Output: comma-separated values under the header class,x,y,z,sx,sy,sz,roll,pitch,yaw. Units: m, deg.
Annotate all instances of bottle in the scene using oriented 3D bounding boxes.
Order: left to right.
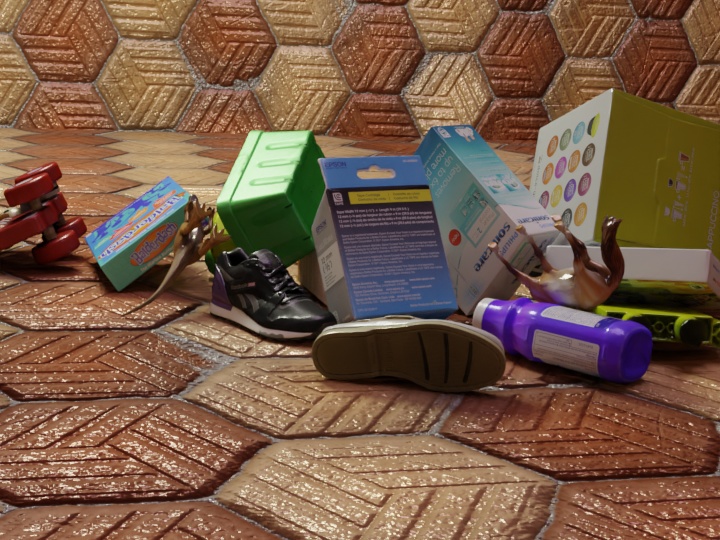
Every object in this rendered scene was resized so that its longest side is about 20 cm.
class,x,y,z,sx,sy,sz,roll,pitch,yaw
bottle,0.215,0.071,1.356,0.199,0.066,0.083,13,7,39

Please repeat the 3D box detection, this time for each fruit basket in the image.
class,x,y,z,sx,sy,sz,roll,pitch,yaw
fruit basket,-0.142,-0.074,1.655,0.214,0.156,0.216,-22,29,13

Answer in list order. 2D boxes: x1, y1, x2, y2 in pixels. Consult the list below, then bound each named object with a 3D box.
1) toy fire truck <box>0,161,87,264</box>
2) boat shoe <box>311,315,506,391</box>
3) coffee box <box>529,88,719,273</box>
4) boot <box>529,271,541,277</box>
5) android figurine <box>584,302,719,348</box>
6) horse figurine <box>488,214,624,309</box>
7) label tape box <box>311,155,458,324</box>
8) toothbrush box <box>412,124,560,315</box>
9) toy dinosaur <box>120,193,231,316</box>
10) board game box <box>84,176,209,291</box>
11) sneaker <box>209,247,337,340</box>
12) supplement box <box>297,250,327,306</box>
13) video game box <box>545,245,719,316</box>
class,x,y,z,sx,sy,sz,roll,pitch,yaw
toy fire truck,-0.484,-0.063,1.734,0.167,0.113,0.200,-22,15,1
boat shoe,0.053,0.077,1.273,0.198,0.076,0.068,5,18,13
coffee box,0.348,-0.092,1.613,0.198,0.202,0.198,15,-14,-18
boot,0.211,-0.039,1.859,0.202,0.074,0.154,17,6,15
android figurine,0.334,0.063,1.444,0.180,0.042,0.200,3,2,0
horse figurine,0.228,0.001,1.371,0.050,0.133,0.200,-44,12,-29
label tape box,0.022,-0.032,1.478,0.142,0.202,0.066,-4,-20,-28
toothbrush box,0.138,-0.066,1.590,0.085,0.147,0.200,-11,55,-46
toy dinosaur,-0.211,-0.023,1.515,0.060,0.106,0.201,35,41,-14
board game box,-0.293,-0.054,1.686,0.152,0.045,0.200,-37,21,-8
sneaker,-0.107,0.024,1.447,0.199,0.089,0.075,14,16,42
supplement box,0.000,0.000,1.616,0.125,0.074,0.200,0,11,-16
video game box,0.346,0.014,1.513,0.198,0.047,0.182,2,-11,30
